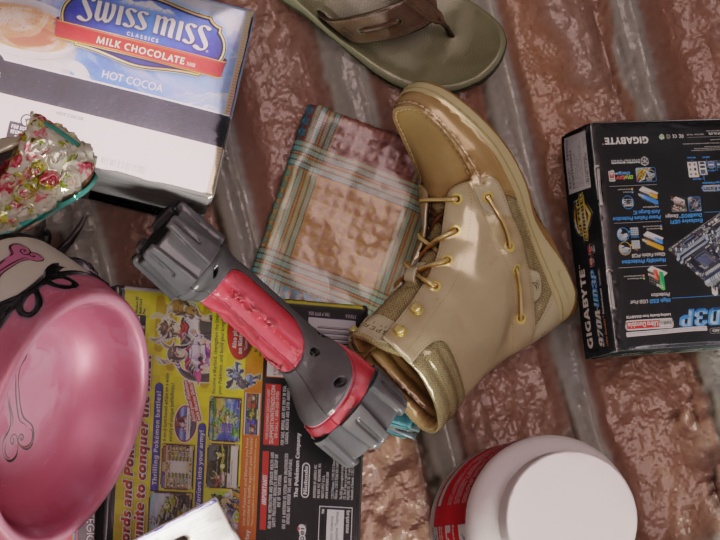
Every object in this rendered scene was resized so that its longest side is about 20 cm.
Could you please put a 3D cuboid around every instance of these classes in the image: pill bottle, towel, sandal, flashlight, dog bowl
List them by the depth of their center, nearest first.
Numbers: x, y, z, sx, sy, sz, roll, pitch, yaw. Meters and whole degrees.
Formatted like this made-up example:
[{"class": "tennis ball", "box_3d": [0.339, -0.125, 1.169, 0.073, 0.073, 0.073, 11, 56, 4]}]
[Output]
[{"class": "dog bowl", "box_3d": [-0.206, 0.083, 1.534, 0.073, 0.200, 0.201, 16, 79, 26]}, {"class": "flashlight", "box_3d": [-0.061, 0.042, 1.624, 0.200, 0.068, 0.068, 42, 66, -14]}, {"class": "pill bottle", "box_3d": [0.115, 0.166, 1.633, 0.111, 0.200, 0.113, 1, 82, -9]}, {"class": "towel", "box_3d": [0.000, 0.000, 1.727, 0.146, 0.022, 0.201, 19, 80, -7]}, {"class": "sandal", "box_3d": [0.008, -0.187, 1.733, 0.200, 0.057, 0.080, 28, 80, -5]}]

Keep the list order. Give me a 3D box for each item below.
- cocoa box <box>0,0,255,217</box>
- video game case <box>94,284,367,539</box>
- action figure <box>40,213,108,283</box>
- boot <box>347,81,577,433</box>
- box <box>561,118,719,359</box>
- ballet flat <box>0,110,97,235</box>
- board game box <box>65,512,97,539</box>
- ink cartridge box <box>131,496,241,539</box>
[{"class": "cocoa box", "box_3d": [-0.183, -0.123, 1.655, 0.199, 0.133, 0.132, 14, 82, -7]}, {"class": "video game case", "box_3d": [-0.085, 0.116, 1.656, 0.180, 0.025, 0.201, 5, 82, -21]}, {"class": "action figure", "box_3d": [-0.244, 0.042, 1.644, 0.118, 0.102, 0.200, 22, 44, 14]}, {"class": "boot", "box_3d": [0.046, -0.009, 1.676, 0.155, 0.073, 0.201, -40, 112, -27]}, {"class": "box", "box_3d": [0.244, -0.024, 1.735, 0.199, 0.046, 0.160, -3, 83, -23]}, {"class": "ballet flat", "box_3d": [-0.254, -0.035, 1.573, 0.199, 0.076, 0.064, -34, 110, 15]}, {"class": "board game box", "box_3d": [-0.227, 0.210, 1.647, 0.164, 0.057, 0.201, 1, 83, -8]}, {"class": "ink cartridge box", "box_3d": [-0.102, 0.230, 1.614, 0.094, 0.037, 0.201, -27, 127, -4]}]
